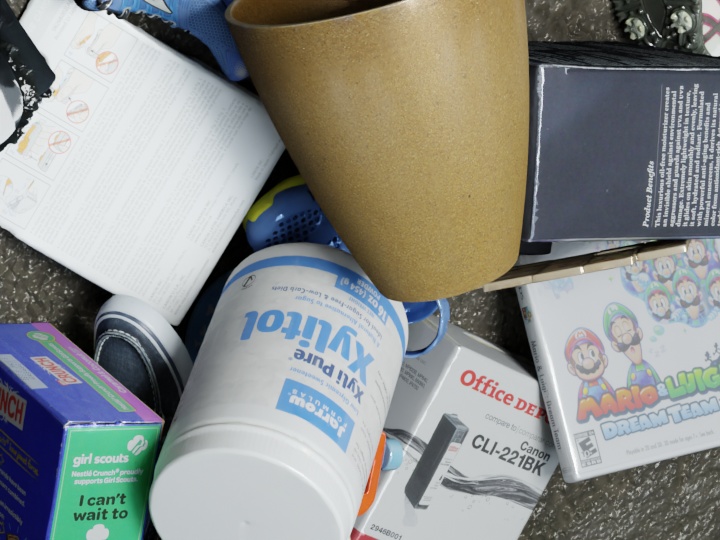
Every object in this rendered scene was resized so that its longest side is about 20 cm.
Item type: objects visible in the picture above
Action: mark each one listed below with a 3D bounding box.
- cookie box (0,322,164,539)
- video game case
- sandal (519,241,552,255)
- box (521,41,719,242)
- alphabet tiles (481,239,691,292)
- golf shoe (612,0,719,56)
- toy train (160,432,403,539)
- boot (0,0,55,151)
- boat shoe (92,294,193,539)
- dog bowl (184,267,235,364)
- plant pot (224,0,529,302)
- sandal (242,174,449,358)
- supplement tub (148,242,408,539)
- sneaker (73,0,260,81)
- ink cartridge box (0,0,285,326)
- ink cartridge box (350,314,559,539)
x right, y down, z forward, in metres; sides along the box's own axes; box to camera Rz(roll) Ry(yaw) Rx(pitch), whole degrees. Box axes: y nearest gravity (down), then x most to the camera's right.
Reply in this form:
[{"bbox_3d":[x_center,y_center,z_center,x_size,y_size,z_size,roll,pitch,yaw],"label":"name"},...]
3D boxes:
[{"bbox_3d":[-0.211,0.156,1.600,0.075,0.171,0.202,-1,112,-34],"label":"cookie box"},{"bbox_3d":[0.214,0.048,1.822,0.199,0.024,0.184,-11,83,-27],"label":"video game case"},{"bbox_3d":[0.071,-0.013,1.687,0.199,0.076,0.043,0,101,-53],"label":"sandal"},{"bbox_3d":[0.146,-0.091,1.683,0.197,0.200,0.124,-1,100,-29],"label":"box"},{"bbox_3d":[0.141,-0.003,1.671,0.166,0.200,0.008,-10,91,9],"label":"alphabet tiles"},{"bbox_3d":[0.243,-0.180,1.798,0.088,0.077,0.201,-34,114,-38],"label":"golf shoe"},{"bbox_3d":[-0.067,0.162,1.696,0.199,0.055,0.152,-1,102,-39],"label":"toy train"},{"bbox_3d":[-0.273,-0.124,1.462,0.200,0.076,0.169,-48,126,-41],"label":"boot"},{"bbox_3d":[-0.157,0.118,1.647,0.091,0.070,0.201,-51,146,-44],"label":"boat shoe"},{"bbox_3d":[-0.065,0.095,1.739,0.111,0.050,0.202,-9,116,-29],"label":"dog bowl"},{"bbox_3d":[0.033,-0.090,1.530,0.185,0.186,0.201,-24,110,-21],"label":"plant pot"},{"bbox_3d":[0.000,0.000,1.694,0.079,0.087,0.199,-42,137,21],"label":"sandal"},{"bbox_3d":[-0.049,0.090,1.578,0.131,0.201,0.133,8,132,8],"label":"supplement tub"},{"bbox_3d":[-0.138,-0.189,1.562,0.089,0.079,0.200,-43,118,0],"label":"sneaker"},{"bbox_3d":[-0.165,-0.079,1.618,0.199,0.050,0.163,31,94,-20],"label":"ink cartridge box"},{"bbox_3d":[0.055,0.148,1.815,0.144,0.084,0.201,25,95,-37],"label":"ink cartridge box"}]
